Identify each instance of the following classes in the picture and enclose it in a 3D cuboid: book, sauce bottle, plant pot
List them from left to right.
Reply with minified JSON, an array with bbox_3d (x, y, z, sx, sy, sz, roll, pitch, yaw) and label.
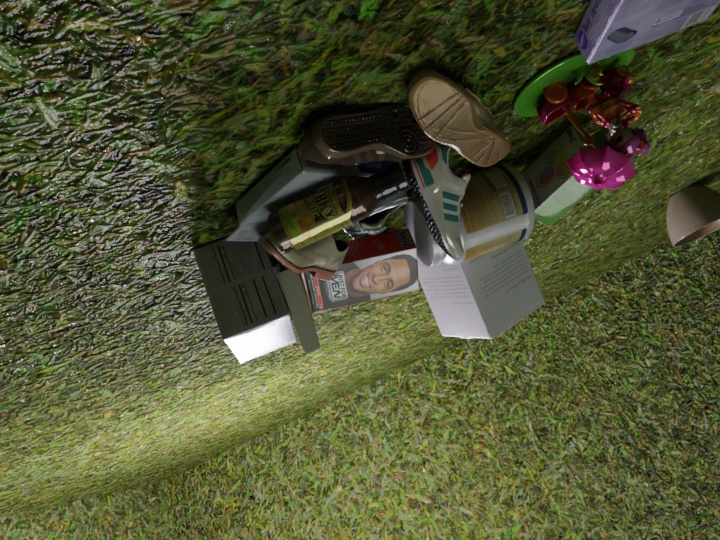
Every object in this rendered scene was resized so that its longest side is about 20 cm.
[{"bbox_3d":[-0.101,0.068,1.194,0.048,0.135,0.200,-19,178,-6],"label":"book"},{"bbox_3d":[-0.029,-0.090,0.972,0.199,0.065,0.065,-26,164,6],"label":"sauce bottle"},{"bbox_3d":[0.996,-0.176,2.106,0.199,0.135,0.200,-22,164,-7],"label":"plant pot"}]

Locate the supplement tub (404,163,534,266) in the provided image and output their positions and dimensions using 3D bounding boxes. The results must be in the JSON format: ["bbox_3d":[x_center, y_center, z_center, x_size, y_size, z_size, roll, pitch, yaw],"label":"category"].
[{"bbox_3d":[0.191,-0.096,1.255,0.199,0.145,0.145,-19,163,-13],"label":"supplement tub"}]

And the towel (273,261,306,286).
[{"bbox_3d":[-0.123,0.007,1.355,0.200,0.035,0.132,-37,160,35],"label":"towel"}]

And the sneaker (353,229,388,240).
[{"bbox_3d":[0.028,-0.033,1.359,0.090,0.079,0.200,-21,163,21],"label":"sneaker"}]

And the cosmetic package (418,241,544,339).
[{"bbox_3d":[0.234,0.013,1.430,0.164,0.201,0.164,-29,-168,-27],"label":"cosmetic package"}]

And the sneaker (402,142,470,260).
[{"bbox_3d":[0.143,-0.111,1.117,0.093,0.201,0.070,-28,-154,-2],"label":"sneaker"}]

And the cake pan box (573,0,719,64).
[{"bbox_3d":[0.383,-0.354,0.869,0.199,0.053,0.184,-21,166,-5],"label":"cake pan box"}]

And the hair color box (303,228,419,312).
[{"bbox_3d":[0.000,0.000,1.248,0.198,0.061,0.102,-13,130,-4],"label":"hair color box"}]

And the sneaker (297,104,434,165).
[{"bbox_3d":[0.007,-0.175,0.932,0.199,0.071,0.075,-6,176,-38],"label":"sneaker"}]

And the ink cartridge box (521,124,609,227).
[{"bbox_3d":[0.373,-0.184,1.249,0.059,0.104,0.200,24,129,-28],"label":"ink cartridge box"}]

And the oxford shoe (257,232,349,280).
[{"bbox_3d":[-0.085,-0.039,1.091,0.074,0.071,0.200,-51,157,11],"label":"oxford shoe"}]

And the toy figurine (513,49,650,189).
[{"bbox_3d":[0.355,-0.211,1.043,0.199,0.185,0.150,-22,164,-6],"label":"toy figurine"}]

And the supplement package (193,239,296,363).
[{"bbox_3d":[-0.187,0.048,1.176,0.110,0.157,0.200,-20,164,-7],"label":"supplement package"}]

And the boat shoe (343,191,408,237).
[{"bbox_3d":[0.022,-0.097,1.161,0.074,0.065,0.202,-13,164,-28],"label":"boat shoe"}]

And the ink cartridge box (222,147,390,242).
[{"bbox_3d":[-0.079,-0.105,1.044,0.199,0.041,0.200,-3,155,-49],"label":"ink cartridge box"}]

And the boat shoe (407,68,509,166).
[{"bbox_3d":[0.124,-0.210,0.940,0.074,0.070,0.200,-34,140,23],"label":"boat shoe"}]
